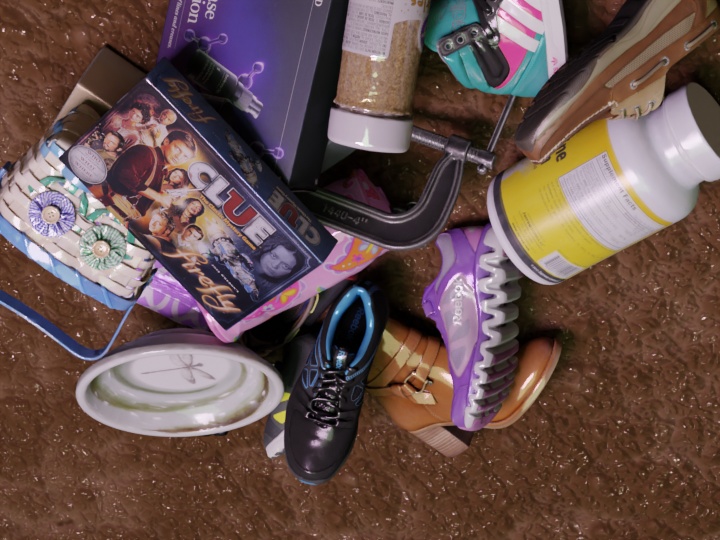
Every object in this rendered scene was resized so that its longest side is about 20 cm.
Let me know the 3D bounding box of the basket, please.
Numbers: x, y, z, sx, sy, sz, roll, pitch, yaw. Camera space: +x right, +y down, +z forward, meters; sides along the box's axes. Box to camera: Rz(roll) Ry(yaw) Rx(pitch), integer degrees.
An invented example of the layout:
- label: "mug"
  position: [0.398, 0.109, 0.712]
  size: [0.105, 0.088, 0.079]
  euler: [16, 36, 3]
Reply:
- label: "basket"
  position: [-0.261, -0.032, 1.280]
  size: [0.176, 0.139, 0.200]
  euler: [32, 120, -11]

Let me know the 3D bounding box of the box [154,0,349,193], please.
- label: "box"
  position: [-0.088, -0.177, 1.182]
  size: [0.141, 0.079, 0.201]
  euler: [15, 98, 14]

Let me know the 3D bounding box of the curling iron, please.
- label: "curling iron"
  position: [0.000, 0.000, 1.396]
  size: [0.050, 0.026, 0.200]
  euler: [40, 127, -10]

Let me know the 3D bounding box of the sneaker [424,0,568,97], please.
- label: "sneaker"
  position: [0.102, -0.225, 1.163]
  size: [0.120, 0.084, 0.201]
  euler: [-6, 127, 8]

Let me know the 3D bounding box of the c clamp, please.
- label: "c clamp"
  position: [0.023, -0.104, 1.265]
  size: [0.199, 0.172, 0.027]
  euler: [15, 169, 16]

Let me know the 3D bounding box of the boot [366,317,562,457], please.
- label: "boot"
  position: [0.088, 0.089, 1.421]
  size: [0.155, 0.077, 0.200]
  euler: [40, 134, -11]

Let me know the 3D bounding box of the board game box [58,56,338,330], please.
- label: "board game box"
  position: [-0.132, -0.057, 1.160]
  size: [0.200, 0.035, 0.135]
  euler: [46, 131, -11]

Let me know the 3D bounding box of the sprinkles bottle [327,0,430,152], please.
- label: "sprinkles bottle"
  position: [0.021, -0.197, 1.145]
  size: [0.068, 0.068, 0.201]
  euler: [10, 102, 8]

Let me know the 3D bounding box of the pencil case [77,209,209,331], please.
- label: "pencil case"
  position: [-0.216, -0.010, 1.412]
  size: [0.199, 0.086, 0.084]
  euler: [24, 95, -7]

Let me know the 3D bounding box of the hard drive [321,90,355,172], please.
- label: "hard drive"
  position: [-0.073, -0.141, 1.242]
  size: [0.200, 0.042, 0.135]
  euler: [-30, 85, 18]

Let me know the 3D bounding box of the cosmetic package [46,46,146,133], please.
- label: "cosmetic package"
  position: [-0.188, -0.103, 1.341]
  size: [0.200, 0.071, 0.105]
  euler: [33, 129, -10]

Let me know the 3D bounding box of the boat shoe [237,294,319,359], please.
- label: "boat shoe"
  position: [-0.096, 0.049, 1.440]
  size: [0.072, 0.060, 0.200]
  euler: [33, 129, -13]

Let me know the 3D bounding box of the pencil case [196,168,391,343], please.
- label: "pencil case"
  position: [-0.062, -0.013, 1.322]
  size: [0.200, 0.088, 0.088]
  euler: [-31, 115, 13]

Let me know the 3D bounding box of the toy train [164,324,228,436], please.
- label: "toy train"
  position: [-0.168, 0.118, 1.496]
  size: [0.046, 0.034, 0.200]
  euler: [2, 146, 12]

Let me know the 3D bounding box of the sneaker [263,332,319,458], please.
- label: "sneaker"
  position: [-0.057, 0.129, 1.493]
  size: [0.074, 0.085, 0.200]
  euler: [-13, 157, -29]

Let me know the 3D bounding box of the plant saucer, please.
- label: "plant saucer"
  position: [-0.174, 0.101, 1.393]
  size: [0.199, 0.050, 0.200]
  euler: [-4, 150, -2]

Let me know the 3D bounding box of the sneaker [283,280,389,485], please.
- label: "sneaker"
  position: [-0.029, 0.102, 1.353]
  size: [0.073, 0.082, 0.201]
  euler: [15, 86, 6]

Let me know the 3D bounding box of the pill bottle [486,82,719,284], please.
- label: "pill bottle"
  position: [0.214, -0.076, 1.222]
  size: [0.200, 0.112, 0.112]
  euler: [-30, 114, 32]

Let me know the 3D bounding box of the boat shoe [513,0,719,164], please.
- label: "boat shoe"
  position: [0.209, -0.154, 1.133]
  size: [0.200, 0.076, 0.074]
  euler: [-45, 102, 0]

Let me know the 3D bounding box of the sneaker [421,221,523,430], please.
- label: "sneaker"
  position: [0.099, 0.047, 1.344]
  size: [0.088, 0.080, 0.201]
  euler: [8, 95, 25]
